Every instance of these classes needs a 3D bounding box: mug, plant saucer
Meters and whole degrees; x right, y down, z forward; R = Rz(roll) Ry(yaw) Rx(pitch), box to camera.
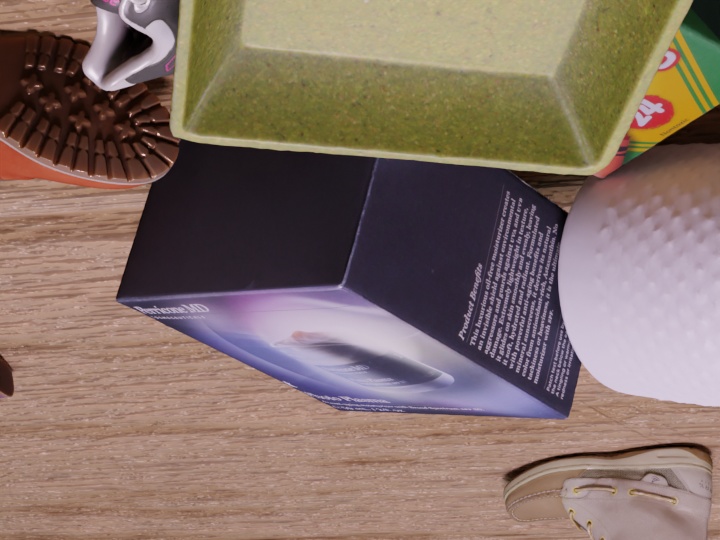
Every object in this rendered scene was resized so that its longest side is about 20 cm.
[{"bbox_3d":[0.239,-0.008,0.785,0.175,0.200,0.148,3,120,49],"label":"mug"},{"bbox_3d":[0.029,-0.123,0.558,0.198,0.048,0.200,4,146,-9],"label":"plant saucer"}]

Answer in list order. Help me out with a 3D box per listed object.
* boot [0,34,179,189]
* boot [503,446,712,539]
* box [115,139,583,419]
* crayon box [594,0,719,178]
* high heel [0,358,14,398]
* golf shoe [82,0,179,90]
[{"bbox_3d":[-0.203,-0.082,0.803,0.199,0.075,0.107,16,153,-6],"label":"boot"},{"bbox_3d":[0.219,0.246,1.251,0.199,0.155,0.072,-13,147,27],"label":"boot"},{"bbox_3d":[0.000,0.000,0.826,0.199,0.124,0.198,-4,153,46],"label":"box"},{"bbox_3d":[0.090,-0.125,0.710,0.199,0.051,0.127,20,147,-27],"label":"crayon box"},{"bbox_3d":[-0.347,0.072,1.084,0.096,0.068,0.200,-12,153,5],"label":"high heel"},{"bbox_3d":[-0.081,-0.152,0.621,0.077,0.088,0.200,41,152,15],"label":"golf shoe"}]
